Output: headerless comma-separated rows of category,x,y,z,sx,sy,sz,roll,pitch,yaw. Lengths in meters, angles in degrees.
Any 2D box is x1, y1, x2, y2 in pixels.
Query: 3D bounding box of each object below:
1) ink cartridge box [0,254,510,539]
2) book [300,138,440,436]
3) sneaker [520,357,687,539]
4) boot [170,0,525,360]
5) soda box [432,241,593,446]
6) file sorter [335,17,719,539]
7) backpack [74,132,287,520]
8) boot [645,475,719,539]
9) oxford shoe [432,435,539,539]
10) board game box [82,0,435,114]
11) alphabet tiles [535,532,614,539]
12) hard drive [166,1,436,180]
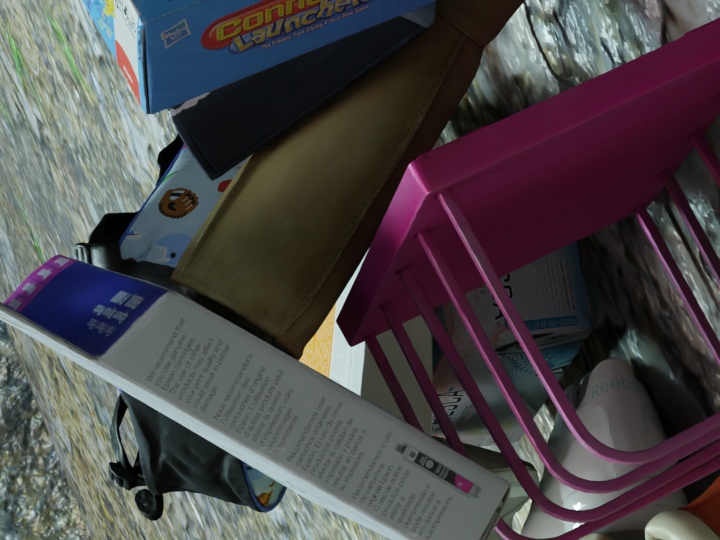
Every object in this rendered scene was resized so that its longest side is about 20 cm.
ink cartridge box,-0.063,0.036,1.078,0.200,0.043,0.196,32,174,-18
book,0.000,0.000,1.296,0.200,0.048,0.134,-160,72,-81
sneaker,0.108,0.089,1.286,0.200,0.075,0.089,108,156,-75
boot,-0.011,-0.069,1.161,0.066,0.200,0.175,35,174,-16
soda box,0.053,0.030,1.339,0.200,0.068,0.064,111,151,-72
file sorter,0.091,0.017,1.052,0.126,0.139,0.200,62,166,11
backpack,-0.050,0.007,1.501,0.200,0.153,0.191,88,-167,-48
boot,0.178,0.125,0.977,0.200,0.107,0.075,47,155,49
oxford shoe,0.038,0.103,1.286,0.200,0.075,0.058,47,-121,-84
board game box,-0.031,-0.179,1.063,0.196,0.199,0.056,58,163,27
alphabet tiles,0.145,0.158,1.189,0.166,0.006,0.200,37,168,-6
hard drive,-0.031,-0.147,1.148,0.042,0.135,0.201,30,-139,-36
